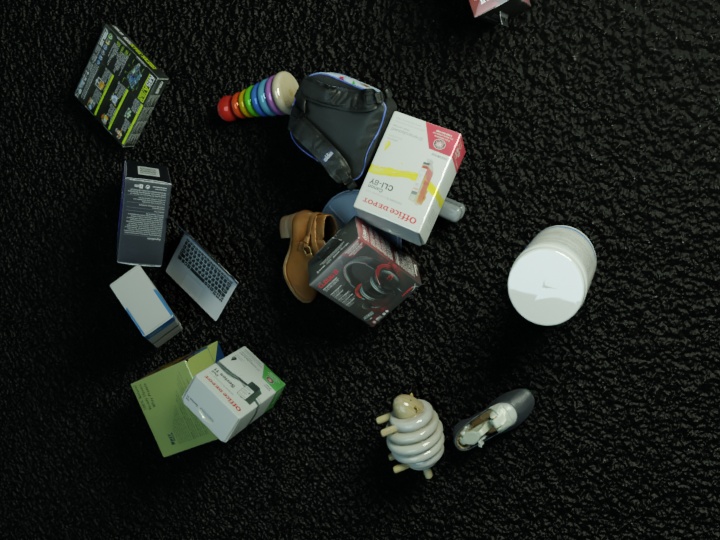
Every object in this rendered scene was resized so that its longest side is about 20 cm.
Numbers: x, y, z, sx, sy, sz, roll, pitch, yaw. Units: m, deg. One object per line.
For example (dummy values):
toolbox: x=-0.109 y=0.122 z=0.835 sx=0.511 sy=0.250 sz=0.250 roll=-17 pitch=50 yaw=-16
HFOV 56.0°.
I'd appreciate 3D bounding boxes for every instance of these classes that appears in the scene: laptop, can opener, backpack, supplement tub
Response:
laptop: x=-0.388 y=0.000 z=1.574 sx=0.187 sy=0.115 sz=0.202 roll=41 pitch=116 yaw=11
can opener: x=0.116 y=-0.163 z=1.323 sx=0.196 sy=0.053 sz=0.068 roll=25 pitch=113 yaw=17
backpack: x=-0.039 y=-0.291 z=1.312 sx=0.187 sy=0.154 sz=0.204 roll=29 pitch=108 yaw=7
supplement tub: x=0.336 y=0.003 z=1.174 sx=0.129 sy=0.199 sz=0.136 roll=6 pitch=106 yaw=24

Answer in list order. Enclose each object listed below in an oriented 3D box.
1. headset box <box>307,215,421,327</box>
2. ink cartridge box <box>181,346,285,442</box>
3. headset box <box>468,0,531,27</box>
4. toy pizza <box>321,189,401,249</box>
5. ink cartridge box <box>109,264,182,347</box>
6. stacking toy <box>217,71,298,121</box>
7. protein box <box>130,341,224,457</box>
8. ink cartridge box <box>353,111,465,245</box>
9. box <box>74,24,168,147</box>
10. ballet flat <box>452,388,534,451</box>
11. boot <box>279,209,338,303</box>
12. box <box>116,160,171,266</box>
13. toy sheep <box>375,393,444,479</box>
headset box: x=0.000 y=0.000 z=1.329 sx=0.198 sy=0.076 sz=0.148 roll=35 pitch=117 yaw=-30
ink cartridge box: x=-0.286 y=0.278 z=1.545 sx=0.146 sy=0.199 sz=0.084 roll=40 pitch=116 yaw=10
headset box: x=0.214 y=-0.511 z=1.134 sx=0.076 sy=0.148 sz=0.205 roll=-18 pitch=96 yaw=28
toy pizza: x=0.000 y=-0.069 z=1.415 sx=0.195 sy=0.032 sz=0.206 roll=9 pitch=109 yaw=25
ink cartridge box: x=-0.502 y=0.090 z=1.603 sx=0.083 sy=0.200 sz=0.146 roll=-35 pitch=83 yaw=-14
stacking toy: x=-0.223 y=-0.354 z=1.432 sx=0.196 sy=0.085 sz=0.088 roll=-7 pitch=100 yaw=33
protein box: x=-0.415 y=0.314 z=1.654 sx=0.197 sy=0.134 sz=0.203 roll=-23 pitch=93 yaw=28
ink cartridge box: x=0.092 y=-0.172 z=1.268 sx=0.142 sy=0.083 sz=0.204 roll=22 pitch=83 yaw=17
box: x=-0.565 y=-0.433 z=1.592 sx=0.193 sy=0.047 sz=0.201 roll=42 pitch=116 yaw=8
ballet flat: x=0.264 y=0.308 z=1.361 sx=0.199 sy=0.073 sz=0.074 roll=-37 pitch=86 yaw=28
boot: x=-0.092 y=-0.027 z=1.420 sx=0.153 sy=0.076 sz=0.206 roll=2 pitch=103 yaw=46
box: x=-0.503 y=-0.132 z=1.564 sx=0.102 sy=0.148 sz=0.205 roll=5 pitch=110 yaw=-22
toy sheep: x=0.112 y=0.348 z=1.413 sx=0.135 sy=0.138 sz=0.204 roll=-7 pitch=114 yaw=26
